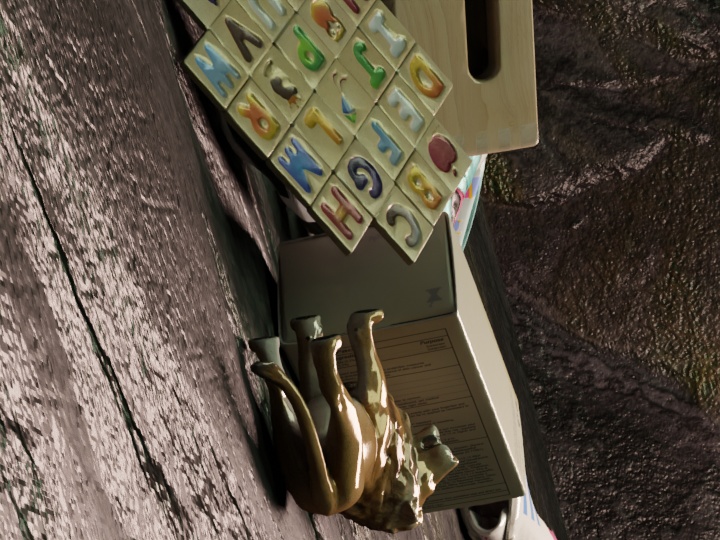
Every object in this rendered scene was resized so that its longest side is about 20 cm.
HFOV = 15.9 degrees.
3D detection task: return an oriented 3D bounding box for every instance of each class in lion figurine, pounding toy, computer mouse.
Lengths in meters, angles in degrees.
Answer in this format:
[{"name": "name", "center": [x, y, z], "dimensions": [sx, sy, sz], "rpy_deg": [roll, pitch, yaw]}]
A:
[{"name": "lion figurine", "center": [-0.012, 0.087, 1.316], "dimensions": [0.200, 0.072, 0.123], "rpy_deg": [-18, 100, -70]}, {"name": "pounding toy", "center": [0.053, -0.182, 1.645], "dimensions": [0.184, 0.141, 0.202], "rpy_deg": [23, -61, 61]}, {"name": "computer mouse", "center": [-0.019, -0.061, 1.438], "dimensions": [0.110, 0.044, 0.200], "rpy_deg": [-59, 146, -13]}]

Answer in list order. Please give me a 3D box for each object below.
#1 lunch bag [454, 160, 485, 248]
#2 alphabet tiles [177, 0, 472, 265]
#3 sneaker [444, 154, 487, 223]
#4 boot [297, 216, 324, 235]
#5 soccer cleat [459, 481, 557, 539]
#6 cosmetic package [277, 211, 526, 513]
[{"name": "lunch bag", "center": [0.048, -0.121, 2.043], "dimensions": [0.161, 0.076, 0.201], "rpy_deg": [101, -15, -51]}, {"name": "alphabet tiles", "center": [-0.020, -0.104, 1.381], "dimensions": [0.200, 0.006, 0.167], "rpy_deg": [49, 39, -14]}, {"name": "sneaker", "center": [0.025, -0.021, 1.799], "dimensions": [0.121, 0.083, 0.201], "rpy_deg": [-51, 166, -42]}, {"name": "boot", "center": [-0.039, -0.131, 1.524], "dimensions": [0.201, 0.072, 0.182], "rpy_deg": [78, -12, -53]}, {"name": "soccer cleat", "center": [0.116, 0.217, 2.158], "dimensions": [0.087, 0.069, 0.201], "rpy_deg": [-69, 144, -52]}, {"name": "cosmetic package", "center": [0.026, 0.059, 1.476], "dimensions": [0.200, 0.103, 0.073], "rpy_deg": [69, 15, -52]}]
